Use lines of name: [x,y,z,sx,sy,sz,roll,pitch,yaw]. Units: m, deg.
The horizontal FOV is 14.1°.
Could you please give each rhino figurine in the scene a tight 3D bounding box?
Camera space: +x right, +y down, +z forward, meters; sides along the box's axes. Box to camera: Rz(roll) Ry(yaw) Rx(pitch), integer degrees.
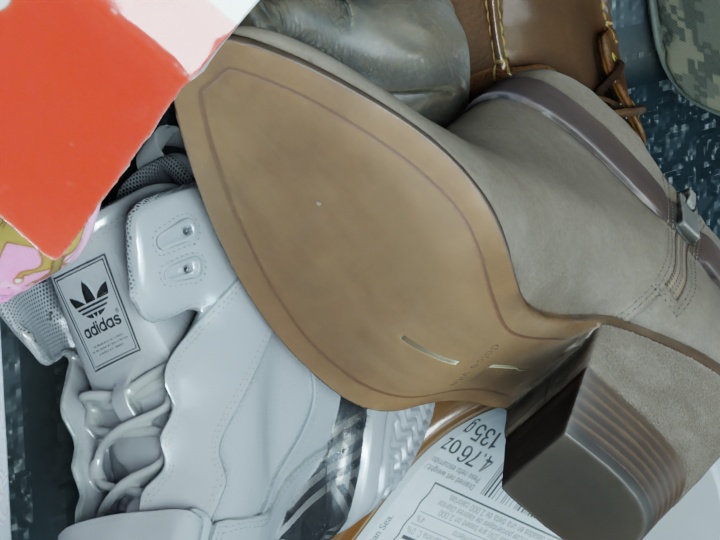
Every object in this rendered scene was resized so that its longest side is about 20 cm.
rhino figurine: [0.000,0.000,0.884,0.087,0.060,0.201,-21,118,-33]

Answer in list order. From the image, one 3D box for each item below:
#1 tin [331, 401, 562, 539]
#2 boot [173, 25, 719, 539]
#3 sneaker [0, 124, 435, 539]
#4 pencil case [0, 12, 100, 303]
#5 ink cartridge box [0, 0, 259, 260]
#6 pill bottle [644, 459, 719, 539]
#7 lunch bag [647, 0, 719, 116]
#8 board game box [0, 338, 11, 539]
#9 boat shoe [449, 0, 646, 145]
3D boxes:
tin: [0.008,0.102,0.894,0.112,0.042,0.200,28,105,-37]
boot: [0.035,-0.016,0.807,0.200,0.070,0.146,50,29,-18]
sneaker: [-0.060,0.053,0.760,0.115,0.075,0.200,53,44,-20]
pencil case: [-0.151,-0.030,0.669,0.199,0.083,0.087,-6,133,-41]
ink cartridge box: [-0.075,-0.125,0.692,0.162,0.057,0.200,41,43,-10]
pill bottle: [0.163,0.083,1.019,0.199,0.112,0.113,-1,104,-42]
lunch bag: [0.185,-0.151,0.948,0.167,0.139,0.201,-29,121,-32]
board game box: [-0.183,0.033,0.742,0.199,0.041,0.201,-16,114,-38]
boat shoe: [0.061,-0.047,0.917,0.072,0.067,0.201,-20,115,-38]
